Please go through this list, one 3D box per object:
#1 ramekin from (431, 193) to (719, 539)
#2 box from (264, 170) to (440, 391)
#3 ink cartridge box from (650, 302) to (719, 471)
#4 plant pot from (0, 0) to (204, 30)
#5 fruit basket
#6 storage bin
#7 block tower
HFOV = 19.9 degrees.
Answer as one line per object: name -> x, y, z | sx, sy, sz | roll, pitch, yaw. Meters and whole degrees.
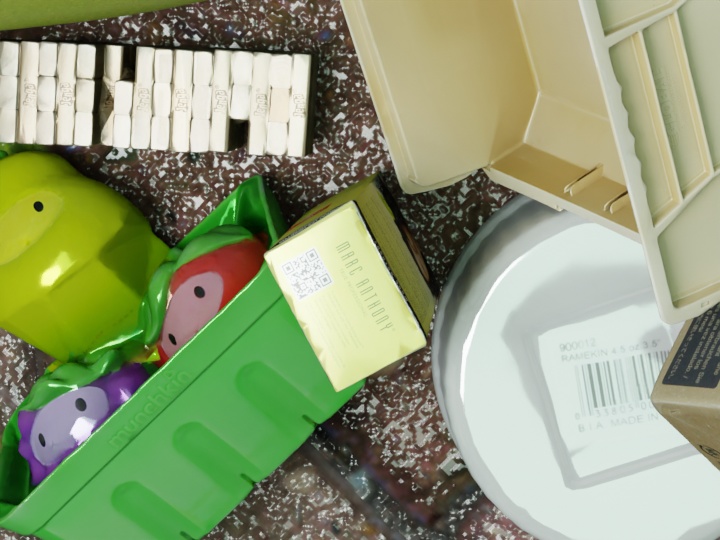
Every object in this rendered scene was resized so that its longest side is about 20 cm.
ramekin -> 0.133, 0.050, 1.038 | 0.199, 0.098, 0.202 | 1, 98, 5
box -> 0.000, 0.000, 0.992 | 0.050, 0.200, 0.076 | -28, 95, 7
ink cartridge box -> 0.247, 0.051, 0.965 | 0.200, 0.075, 0.165 | 42, 68, -30
plant pot -> -0.086, -0.208, 0.999 | 0.198, 0.187, 0.189 | 1, 98, -9
fruit basket -> -0.125, 0.026, 1.045 | 0.214, 0.156, 0.217 | -2, 110, -7
storage bin -> 0.085, -0.098, 0.911 | 0.093, 0.200, 0.200 | -32, 123, -21
block tower -> -0.122, -0.091, 1.066 | 0.198, 0.054, 0.058 | 5, 97, 5
